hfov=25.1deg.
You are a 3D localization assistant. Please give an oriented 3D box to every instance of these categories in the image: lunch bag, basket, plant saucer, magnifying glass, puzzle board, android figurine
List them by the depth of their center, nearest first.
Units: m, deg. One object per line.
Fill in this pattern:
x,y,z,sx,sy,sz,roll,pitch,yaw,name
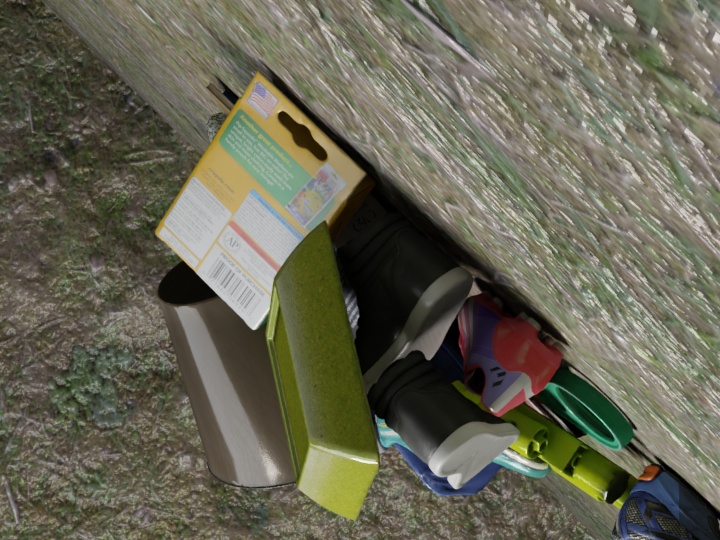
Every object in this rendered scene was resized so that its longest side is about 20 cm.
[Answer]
-0.038,0.090,1.306,0.200,0.048,0.200,105,154,-68,plant saucer
0.165,0.107,1.359,0.080,0.022,0.200,48,171,-19,magnifying glass
0.162,0.151,1.422,0.200,0.041,0.182,31,179,36,android figurine
-0.102,0.083,1.508,0.180,0.136,0.200,-6,120,30,basket
0.098,0.133,1.679,0.200,0.132,0.136,47,-164,22,lunch bag
-0.081,-0.119,1.754,0.200,0.017,0.151,44,178,9,puzzle board

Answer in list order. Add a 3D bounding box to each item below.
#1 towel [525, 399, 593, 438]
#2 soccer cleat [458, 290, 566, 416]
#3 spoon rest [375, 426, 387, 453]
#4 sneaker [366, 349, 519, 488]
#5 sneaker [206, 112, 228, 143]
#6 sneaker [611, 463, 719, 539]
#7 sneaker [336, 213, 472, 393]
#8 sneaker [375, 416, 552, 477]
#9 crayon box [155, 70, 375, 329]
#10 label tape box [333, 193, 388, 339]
0.161,0.102,1.525,0.144,0.023,0.200,46,175,8,towel
0.103,0.066,1.279,0.067,0.076,0.200,45,176,-11,soccer cleat
-0.014,0.158,1.643,0.099,0.061,0.200,50,-167,0,spoon rest
0.064,0.113,1.277,0.099,0.071,0.200,48,-176,17,sneaker
-0.090,-0.089,1.555,0.089,0.077,0.200,59,-179,37,sneaker
0.287,0.250,1.315,0.200,0.078,0.075,43,177,26,sneaker
0.017,0.028,1.318,0.099,0.071,0.200,51,143,18,sneaker
0.102,0.162,1.570,0.199,0.080,0.077,16,-155,32,sneaker
-0.075,-0.062,1.349,0.126,0.200,0.052,44,-142,8,crayon box
0.000,0.000,1.442,0.200,0.066,0.143,45,159,5,label tape box
